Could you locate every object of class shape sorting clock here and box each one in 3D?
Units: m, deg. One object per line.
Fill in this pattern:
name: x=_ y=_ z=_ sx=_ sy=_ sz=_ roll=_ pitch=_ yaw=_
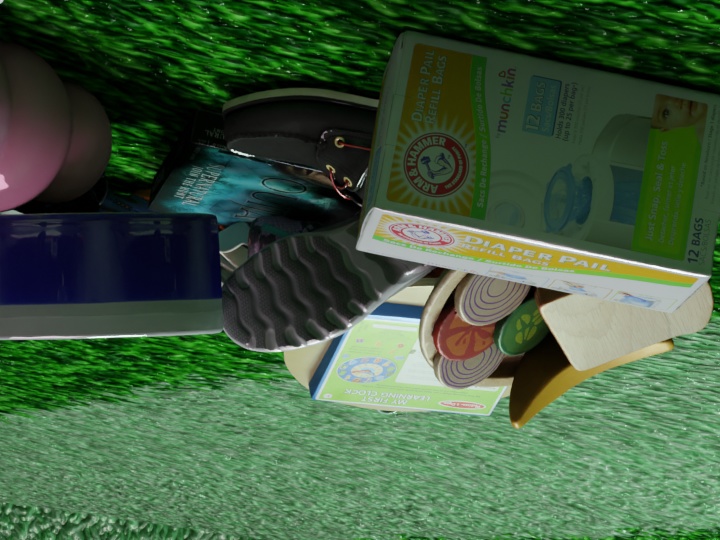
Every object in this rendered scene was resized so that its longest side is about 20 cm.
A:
shape sorting clock: x=0.044 y=0.053 z=1.842 sx=0.199 sy=0.039 sz=0.200 roll=-2 pitch=148 yaw=-2

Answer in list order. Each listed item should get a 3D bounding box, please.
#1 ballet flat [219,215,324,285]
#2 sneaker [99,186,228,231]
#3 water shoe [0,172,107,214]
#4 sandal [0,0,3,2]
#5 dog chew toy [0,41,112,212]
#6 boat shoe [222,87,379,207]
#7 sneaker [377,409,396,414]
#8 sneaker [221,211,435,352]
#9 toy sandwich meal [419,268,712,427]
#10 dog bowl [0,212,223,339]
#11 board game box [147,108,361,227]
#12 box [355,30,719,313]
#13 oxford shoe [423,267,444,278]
ballet flat: x=-0.076 y=-0.003 z=1.848 sx=0.071 sy=0.069 sz=0.200 roll=30 pitch=161 yaw=-5
sneaker: x=-0.195 y=-0.024 z=1.912 sx=0.199 sy=0.079 sz=0.075 roll=6 pitch=166 yaw=14
water shoe: x=-0.211 y=-0.070 z=1.770 sx=0.079 sy=0.072 sz=0.200 roll=8 pitch=177 yaw=-4
sandal: x=-0.293 y=-0.172 z=1.434 sx=0.202 sy=0.050 sz=0.082 roll=19 pitch=164 yaw=-36
dog chew toy: x=-0.237 y=-0.092 z=1.597 sx=0.124 sy=0.125 sz=0.199 roll=-3 pitch=170 yaw=44
boat shoe: x=0.004 y=-0.074 z=1.605 sx=0.200 sy=0.063 sz=0.074 roll=7 pitch=169 yaw=18
sneaker: x=-0.002 y=0.049 z=1.992 sx=0.074 sy=0.119 sz=0.200 roll=18 pitch=166 yaw=-38
sneaker: x=0.000 y=0.000 z=1.733 sx=0.199 sy=0.075 sz=0.082 roll=-24 pitch=173 yaw=3
toy sandwich meal: x=0.138 y=0.028 z=1.709 sx=0.204 sy=0.070 sz=0.206 roll=-16 pitch=144 yaw=-12
dog bowl: x=-0.190 y=0.004 z=1.687 sx=0.199 sy=0.079 sz=0.200 roll=-2 pitch=179 yaw=0
board game box: x=-0.066 y=-0.061 z=1.775 sx=0.135 sy=0.028 sz=0.200 roll=13 pitch=167 yaw=-10
box: x=0.105 y=-0.055 z=1.497 sx=0.199 sy=0.113 sz=0.101 roll=12 pitch=166 yaw=-3
oxford shoe: x=0.054 y=-0.002 z=1.847 sx=0.073 sy=0.072 sz=0.200 roll=14 pitch=166 yaw=-34
